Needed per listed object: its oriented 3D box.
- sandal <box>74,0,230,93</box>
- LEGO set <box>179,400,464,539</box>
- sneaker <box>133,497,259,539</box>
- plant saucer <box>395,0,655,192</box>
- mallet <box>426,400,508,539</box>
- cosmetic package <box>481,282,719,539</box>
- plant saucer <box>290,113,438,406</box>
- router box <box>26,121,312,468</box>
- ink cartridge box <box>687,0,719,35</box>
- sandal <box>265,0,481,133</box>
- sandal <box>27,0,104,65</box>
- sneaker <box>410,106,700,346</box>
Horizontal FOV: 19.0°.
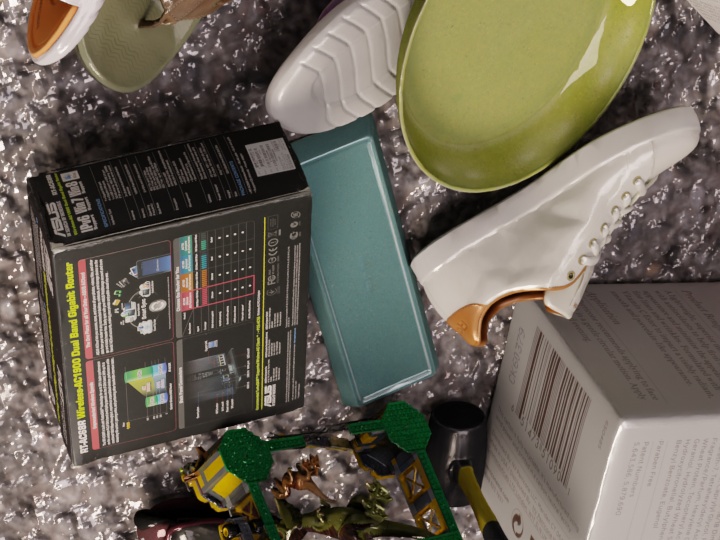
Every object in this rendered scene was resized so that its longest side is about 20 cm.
[{"bbox_3d":[-0.086,-0.182,1.165,0.080,0.057,0.201,33,103,-34],"label":"sandal"},{"bbox_3d":[-0.033,0.172,1.351,0.199,0.155,0.116,-16,159,-44],"label":"LEGO set"},{"bbox_3d":[-0.137,0.212,1.382,0.199,0.076,0.116,-37,122,-11],"label":"sneaker"},{"bbox_3d":[0.092,-0.141,1.251,0.199,0.031,0.201,-26,135,-29],"label":"plant saucer"},{"bbox_3d":[0.080,0.168,1.359,0.041,0.201,0.066,-4,128,-13],"label":"mallet"},{"bbox_3d":[0.204,0.116,1.398,0.198,0.165,0.166,0,120,-21],"label":"cosmetic package"},{"bbox_3d":[0.000,0.000,1.336,0.069,0.019,0.201,-22,126,-9],"label":"plant saucer"},{"bbox_3d":[-0.109,0.017,1.242,0.148,0.062,0.201,-14,141,-15],"label":"router box"},{"bbox_3d":[0.292,-0.179,1.290,0.200,0.083,0.147,37,88,-35],"label":"ink cartridge box"},{"bbox_3d":[0.020,-0.156,1.234,0.202,0.050,0.083,-42,142,-8],"label":"sandal"},{"bbox_3d":[-0.145,-0.211,1.118,0.059,0.079,0.208,19,102,-29],"label":"sandal"},{"bbox_3d":[0.135,-0.022,1.326,0.199,0.085,0.073,-33,167,8],"label":"sneaker"}]
